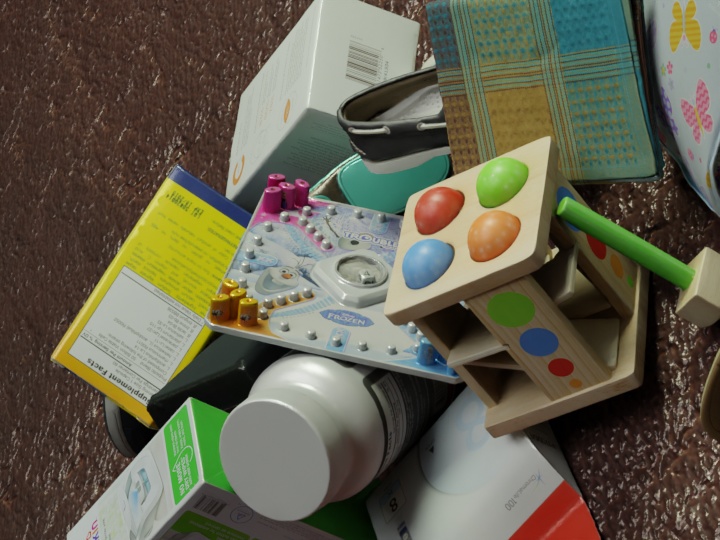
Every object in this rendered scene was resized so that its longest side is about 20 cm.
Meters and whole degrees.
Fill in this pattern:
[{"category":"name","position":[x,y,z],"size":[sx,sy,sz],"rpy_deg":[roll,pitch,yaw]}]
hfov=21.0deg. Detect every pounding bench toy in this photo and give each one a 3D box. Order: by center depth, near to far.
[{"category":"pounding bench toy","position":[0.137,-0.006,1.343],"size":[0.199,0.156,0.125],"rpy_deg":[-23,35,30]}]

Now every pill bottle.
[{"category":"pill bottle","position":[-0.017,0.105,1.467],"size":[0.116,0.116,0.200],"rpy_deg":[-39,-4,33]}]

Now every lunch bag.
[{"category":"lunch bag","position":[0.262,-0.150,1.322],"size":[0.170,0.126,0.201],"rpy_deg":[-118,36,-51]}]

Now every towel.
[{"category":"towel","position":[0.131,-0.133,1.391],"size":[0.199,0.022,0.148],"rpy_deg":[0,102,49]}]

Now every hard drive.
[{"category":"hard drive","position":[-0.074,0.052,1.596],"size":[0.139,0.033,0.200],"rpy_deg":[-23,14,47]}]

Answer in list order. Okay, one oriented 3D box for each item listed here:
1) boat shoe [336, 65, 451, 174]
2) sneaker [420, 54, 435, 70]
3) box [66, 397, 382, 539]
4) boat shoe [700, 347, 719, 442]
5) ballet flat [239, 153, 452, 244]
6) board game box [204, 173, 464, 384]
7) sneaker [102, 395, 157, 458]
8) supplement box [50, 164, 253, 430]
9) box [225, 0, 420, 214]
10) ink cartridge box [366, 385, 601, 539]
[{"category":"boat shoe","position":[0.073,-0.134,1.500],"size":[0.199,0.060,0.074],"rpy_deg":[-14,44,31]},{"category":"sneaker","position":[0.098,-0.116,1.578],"size":[0.199,0.077,0.112],"rpy_deg":[8,65,50]},{"category":"box","position":[-0.099,0.221,1.519],"size":[0.177,0.199,0.097],"rpy_deg":[-48,35,26]},{"category":"boat shoe","position":[0.280,0.020,1.251],"size":[0.072,0.072,0.202],"rpy_deg":[-69,2,-75]},{"category":"ballet flat","position":[-0.016,-0.049,1.622],"size":[0.199,0.068,0.070],"rpy_deg":[-29,-9,-13]},{"category":"board game box","position":[0.000,0.000,1.490],"size":[0.201,0.198,0.026],"rpy_deg":[-70,-11,-55]},{"category":"sneaker","position":[-0.166,0.101,1.812],"size":[0.077,0.145,0.204],"rpy_deg":[-77,-11,-51]},{"category":"supplement box","position":[-0.161,0.027,1.688],"size":[0.201,0.108,0.110],"rpy_deg":[-57,-10,-3]},{"category":"box","position":[-0.036,-0.135,1.720],"size":[0.200,0.097,0.126],"rpy_deg":[137,145,-56]},{"category":"ink cartridge box","position":[0.087,0.189,1.413],"size":[0.160,0.047,0.201],"rpy_deg":[-49,33,21]}]
